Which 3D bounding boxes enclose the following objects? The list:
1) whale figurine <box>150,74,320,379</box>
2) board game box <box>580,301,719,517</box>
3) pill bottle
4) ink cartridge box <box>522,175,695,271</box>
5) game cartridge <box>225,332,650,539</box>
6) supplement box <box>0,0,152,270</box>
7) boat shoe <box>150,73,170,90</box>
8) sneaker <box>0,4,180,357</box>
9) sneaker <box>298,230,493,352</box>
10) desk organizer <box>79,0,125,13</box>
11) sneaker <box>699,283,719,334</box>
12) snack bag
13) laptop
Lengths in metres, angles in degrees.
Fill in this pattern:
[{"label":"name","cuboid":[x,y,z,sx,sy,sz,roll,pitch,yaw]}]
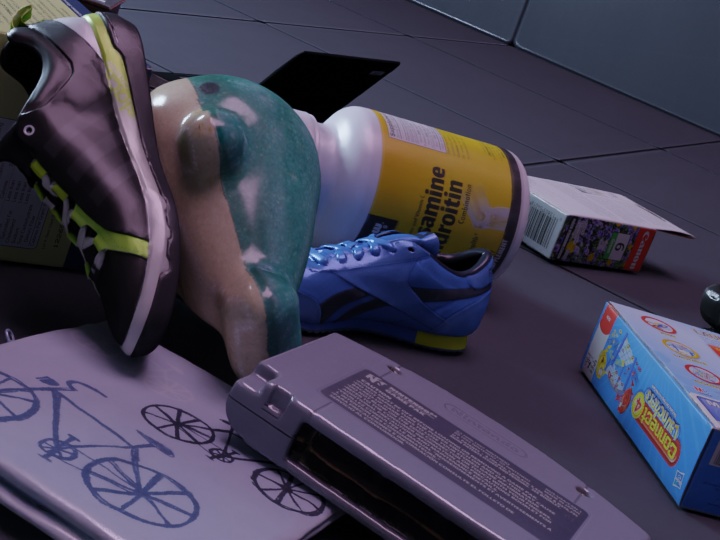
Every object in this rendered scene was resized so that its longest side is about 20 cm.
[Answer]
[{"label":"whale figurine","cuboid":[-0.060,-0.025,0.753,0.102,0.160,0.201,-15,44,-14]},{"label":"board game box","cuboid":[0.272,0.107,0.905,0.198,0.056,0.196,16,17,-15]},{"label":"pill bottle","cuboid":[0.021,-0.060,1.023,0.198,0.113,0.112,13,19,-24]},{"label":"ink cartridge box","cuboid":[0.226,-0.044,1.324,0.198,0.051,0.109,7,21,-40]},{"label":"game cartridge","cuboid":[0.042,0.101,0.656,0.199,0.042,0.133,32,12,16]},{"label":"supplement box","cuboid":[-0.266,-0.112,0.807,0.198,0.136,0.200,8,21,-37]},{"label":"boat shoe","cuboid":[-0.238,-0.188,1.189,0.198,0.067,0.070,19,17,-7]},{"label":"sneaker","cuboid":[-0.148,-0.046,0.695,0.082,0.072,0.202,-3,63,-24]},{"label":"sneaker","cuboid":[0.000,0.000,0.880,0.198,0.079,0.066,9,22,-29]},{"label":"desk organizer","cuboid":[-0.327,-0.244,1.237,0.198,0.078,0.072,19,17,-5]},{"label":"sneaker","cuboid":[0.330,0.050,1.148,0.104,0.061,0.199,30,14,24]},{"label":"snack bag","cuboid":[-0.100,0.079,0.617,0.187,0.022,0.200,27,15,17]},{"label":"laptop","cuboid":[-0.098,-0.198,1.321,0.199,0.104,0.176,30,19,27]}]
